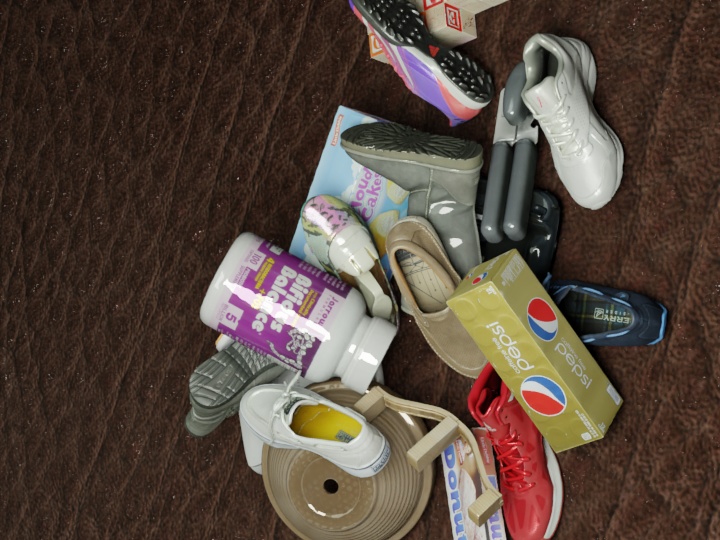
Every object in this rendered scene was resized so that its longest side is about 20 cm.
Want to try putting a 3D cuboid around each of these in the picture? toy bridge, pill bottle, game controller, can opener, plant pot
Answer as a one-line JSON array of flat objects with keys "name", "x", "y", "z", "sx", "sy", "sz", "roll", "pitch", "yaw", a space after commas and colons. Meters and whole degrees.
[{"name": "toy bridge", "x": 0.078, "y": 0.180, "z": 1.645, "sx": 0.067, "sy": 0.027, "sz": 0.200, "roll": -39, "pitch": 56, "yaw": -17}, {"name": "pill bottle", "x": -0.064, "y": 0.051, "z": 1.698, "sx": 0.198, "sy": 0.112, "sz": 0.113, "roll": 28, "pitch": 103, "yaw": 2}, {"name": "game controller", "x": 0.136, "y": -0.050, "z": 1.738, "sx": 0.199, "sy": 0.042, "sz": 0.106, "roll": 17, "pitch": 108, "yaw": 42}, {"name": "can opener", "x": 0.159, "y": -0.126, "z": 1.684, "sx": 0.052, "sy": 0.066, "sz": 0.202, "roll": -6, "pitch": 62, "yaw": 30}, {"name": "plant pot", "x": -0.022, "y": 0.225, "z": 1.729, "sx": 0.198, "sy": 0.093, "sz": 0.203, "roll": 3, "pitch": 101, "yaw": 14}]

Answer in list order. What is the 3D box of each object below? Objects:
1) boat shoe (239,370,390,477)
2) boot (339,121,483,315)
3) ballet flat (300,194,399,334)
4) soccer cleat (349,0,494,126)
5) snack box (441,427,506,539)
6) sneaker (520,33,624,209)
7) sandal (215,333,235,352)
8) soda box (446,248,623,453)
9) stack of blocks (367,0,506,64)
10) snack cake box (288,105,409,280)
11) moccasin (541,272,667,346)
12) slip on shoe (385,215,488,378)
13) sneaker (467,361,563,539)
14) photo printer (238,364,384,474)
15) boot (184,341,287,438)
[{"name": "boat shoe", "x": -0.063, "y": 0.152, "z": 1.655, "sx": 0.201, "sy": 0.086, "sz": 0.075, "roll": 22, "pitch": 66, "yaw": 40}, {"name": "boot", "x": 0.058, "y": -0.051, "z": 1.719, "sx": 0.180, "sy": 0.073, "sz": 0.202, "roll": 18, "pitch": 127, "yaw": 27}, {"name": "ballet flat", "x": 0.000, "y": 0.000, "z": 1.733, "sx": 0.069, "sy": 0.201, "sz": 0.071, "roll": -35, "pitch": 39, "yaw": -8}, {"name": "soccer cleat", "x": 0.056, "y": -0.240, "z": 1.756, "sx": 0.199, "sy": 0.068, "sz": 0.073, "roll": 40, "pitch": 138, "yaw": -6}, {"name": "snack box", "x": 0.126, "y": 0.274, "z": 1.682, "sx": 0.072, "sy": 0.024, "sz": 0.202, "roll": -33, "pitch": 61, "yaw": 56}, {"name": "sneaker", "x": 0.209, "y": -0.158, "z": 1.644, "sx": 0.078, "sy": 0.099, "sz": 0.202, "roll": -30, "pitch": 64, "yaw": 33}, {"name": "sandal", "x": -0.118, "y": 0.023, "z": 1.835, "sx": 0.059, "sy": 0.206, "sz": 0.079, "roll": 43, "pitch": 126, "yaw": 5}, {"name": "soda box", "x": 0.176, "y": 0.081, "z": 1.580, "sx": 0.067, "sy": 0.064, "sz": 0.201, "roll": -26, "pitch": 105, "yaw": 43}, {"name": "stack of blocks", "x": 0.098, "y": -0.320, "z": 1.795, "sx": 0.199, "sy": 0.058, "sz": 0.117, "roll": -18, "pitch": 72, "yaw": 38}, {"name": "snack cake box", "x": 0.001, "y": -0.075, "z": 1.803, "sx": 0.067, "sy": 0.114, "sz": 0.202, "roll": 26, "pitch": 100, "yaw": 40}, {"name": "moccasin", "x": 0.219, "y": 0.038, "z": 1.623, "sx": 0.198, "sy": 0.068, "sz": 0.082, "roll": -4, "pitch": 80, "yaw": 41}, {"name": "slip on shoe", "x": 0.087, "y": 0.038, "z": 1.674, "sx": 0.075, "sy": 0.061, "sz": 0.201, "roll": -20, "pitch": 110, "yaw": 19}, {"name": "sneaker", "x": 0.149, "y": 0.186, "z": 1.628, "sx": 0.078, "sy": 0.115, "sz": 0.203, "roll": -12, "pitch": 75, "yaw": 39}, {"name": "photo printer", "x": -0.057, "y": 0.137, "z": 1.847, "sx": 0.199, "sy": 0.069, "sz": 0.168, "roll": -22, "pitch": 69, "yaw": 37}, {"name": "boot", "x": -0.119, "y": 0.109, "z": 1.800, "sx": 0.068, "sy": 0.199, "sz": 0.131, "roll": 53, "pitch": 162, "yaw": 13}]
